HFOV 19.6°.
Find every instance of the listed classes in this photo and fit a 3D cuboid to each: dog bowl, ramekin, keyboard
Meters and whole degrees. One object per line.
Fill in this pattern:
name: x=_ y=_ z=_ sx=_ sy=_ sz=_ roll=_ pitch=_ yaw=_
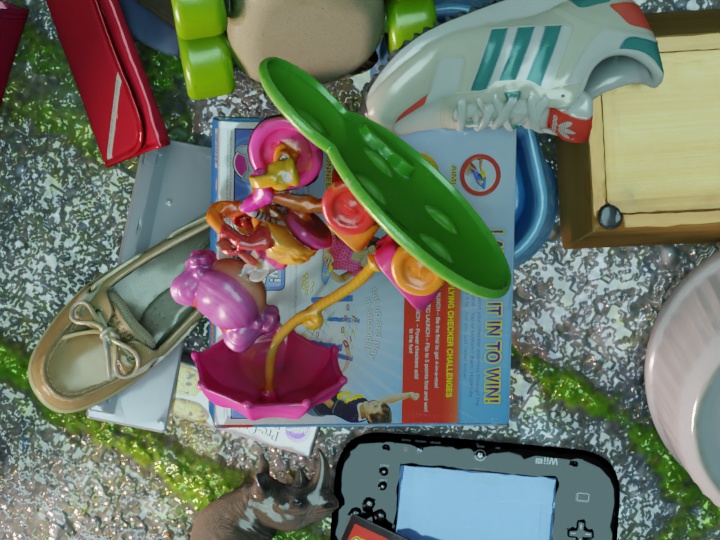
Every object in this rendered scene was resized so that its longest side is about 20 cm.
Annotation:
dog bowl: x=0.071 y=-0.092 z=1.419 sx=0.111 sy=0.050 sz=0.201 roll=-12 pitch=95 yaw=3
ramekin: x=0.291 y=0.082 z=1.381 sx=0.201 sy=0.094 sz=0.203 roll=0 pitch=111 yaw=1
keyboard: x=-0.141 y=0.008 z=1.433 sx=0.056 sy=0.011 sz=0.201 roll=12 pitch=81 yaw=-6

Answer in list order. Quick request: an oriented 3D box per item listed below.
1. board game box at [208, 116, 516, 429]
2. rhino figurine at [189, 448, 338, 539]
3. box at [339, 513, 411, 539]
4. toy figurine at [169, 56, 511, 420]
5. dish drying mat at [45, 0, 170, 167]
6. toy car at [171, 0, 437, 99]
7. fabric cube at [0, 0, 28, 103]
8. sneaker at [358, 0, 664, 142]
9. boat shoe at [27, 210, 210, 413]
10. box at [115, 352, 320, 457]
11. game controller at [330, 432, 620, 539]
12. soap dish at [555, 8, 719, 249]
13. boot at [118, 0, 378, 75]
board game box: x=0.000 y=0.000 z=1.361 sx=0.195 sy=0.056 sz=0.201 roll=1 pitch=96 yaw=-9
rhino figurine: x=-0.082 y=0.202 z=1.439 sx=0.087 sy=0.060 sz=0.200 roll=34 pitch=105 yaw=-1
box: x=0.057 y=0.266 z=1.386 sx=0.199 sy=0.038 sz=0.137 roll=23 pitch=85 yaw=15
toy figurine: x=-0.042 y=0.003 z=1.258 sx=0.200 sy=0.150 sz=0.184 roll=41 pitch=109 yaw=-11
dish drying mat: x=-0.187 y=-0.171 z=1.414 sx=0.018 sy=0.077 sz=0.201 roll=-24 pitch=96 yaw=-36
toy car: x=-0.048 y=-0.231 z=1.314 sx=0.163 sy=0.158 sz=0.201 roll=-10 pitch=69 yaw=-4
fabric cube: x=-0.351 y=-0.106 z=1.360 sx=0.199 sy=0.196 sz=0.200 roll=17 pitch=96 yaw=0
sneaker: x=0.099 y=-0.117 z=1.305 sx=0.199 sy=0.070 sz=0.094 roll=-24 pitch=70 yaw=-14
boat shoe: x=-0.138 y=0.020 z=1.394 sx=0.200 sy=0.063 sz=0.073 roll=-35 pitch=88 yaw=-11
box: x=-0.123 y=0.080 z=1.448 sx=0.199 sy=0.039 sz=0.042 roll=18 pitch=95 yaw=0
game controller: x=0.079 y=0.171 z=1.449 sx=0.199 sy=0.042 sz=0.105 roll=5 pitch=96 yaw=1
soap dish: x=0.231 y=-0.096 z=1.397 sx=0.199 sy=0.081 sz=0.158 roll=-3 pitch=95 yaw=1
boot: x=-0.088 y=-0.173 z=1.416 sx=0.200 sy=0.075 sz=0.097 roll=37 pitch=110 yaw=3
